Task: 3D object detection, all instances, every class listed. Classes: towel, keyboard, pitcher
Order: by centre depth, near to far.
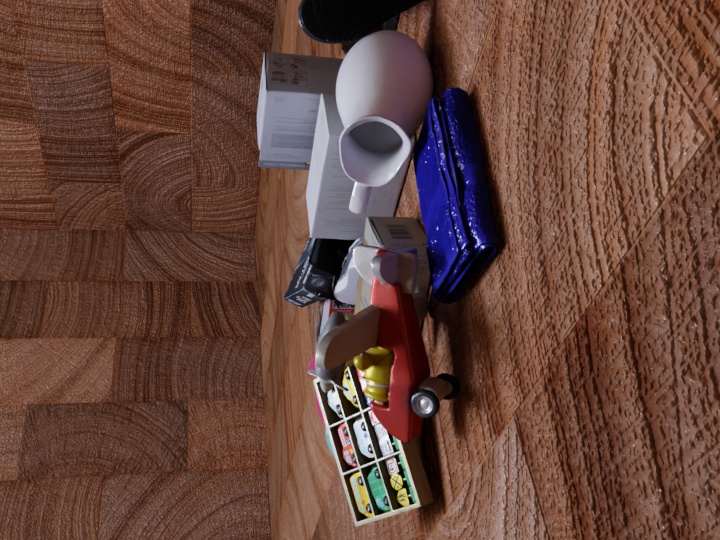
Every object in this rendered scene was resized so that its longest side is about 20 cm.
[{"bbox_3d":[0.092,-0.080,0.780,0.148,0.049,0.201,116,152,-61],"label":"towel"},{"bbox_3d":[0.020,-0.186,0.886,0.172,0.120,0.201,112,170,-50],"label":"pitcher"},{"bbox_3d":[-0.045,-0.005,1.202,0.200,0.020,0.128,26,-105,-69],"label":"keyboard"}]

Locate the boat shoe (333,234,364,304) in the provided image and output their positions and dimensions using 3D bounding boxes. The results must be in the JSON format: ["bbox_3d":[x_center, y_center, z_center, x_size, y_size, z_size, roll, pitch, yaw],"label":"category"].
[{"bbox_3d":[0.000,0.000,1.143,0.200,0.071,0.068,104,176,-68],"label":"boat shoe"}]

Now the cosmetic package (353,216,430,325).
[{"bbox_3d":[0.039,0.038,0.963,0.105,0.071,0.201,-113,27,-59],"label":"cosmetic package"}]

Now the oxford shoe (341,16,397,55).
[{"bbox_3d":[0.001,-0.350,1.121,0.073,0.084,0.201,-105,18,-44],"label":"oxford shoe"}]

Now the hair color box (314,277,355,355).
[{"bbox_3d":[-0.046,0.112,1.359,0.111,0.063,0.201,-116,31,-65],"label":"hair color box"}]

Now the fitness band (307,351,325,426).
[{"bbox_3d":[-0.026,0.181,1.189,0.144,0.037,0.201,54,133,33],"label":"fitness band"}]

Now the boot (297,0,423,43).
[{"bbox_3d":[-0.011,-0.348,0.945,0.162,0.197,0.074,24,139,66],"label":"boot"}]

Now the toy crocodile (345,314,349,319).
[{"bbox_3d":[-0.030,0.176,1.273,0.062,0.067,0.201,-146,57,-74],"label":"toy crocodile"}]

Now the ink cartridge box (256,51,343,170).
[{"bbox_3d":[-0.060,-0.241,1.117,0.176,0.199,0.084,113,155,-56],"label":"ink cartridge box"}]

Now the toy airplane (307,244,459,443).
[{"bbox_3d":[0.018,0.068,0.800,0.200,0.140,0.200,48,-139,-40],"label":"toy airplane"}]

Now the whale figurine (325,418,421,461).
[{"bbox_3d":[0.015,0.226,0.985,0.200,0.103,0.160,174,97,-70],"label":"whale figurine"}]

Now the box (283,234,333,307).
[{"bbox_3d":[-0.070,-0.037,1.319,0.201,0.043,0.160,-69,14,-14],"label":"box"}]

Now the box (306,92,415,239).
[{"bbox_3d":[-0.007,-0.149,1.056,0.201,0.124,0.098,105,161,-47],"label":"box"}]

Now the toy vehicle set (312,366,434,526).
[{"bbox_3d":[0.012,0.215,0.919,0.124,0.026,0.201,-34,66,39],"label":"toy vehicle set"}]
